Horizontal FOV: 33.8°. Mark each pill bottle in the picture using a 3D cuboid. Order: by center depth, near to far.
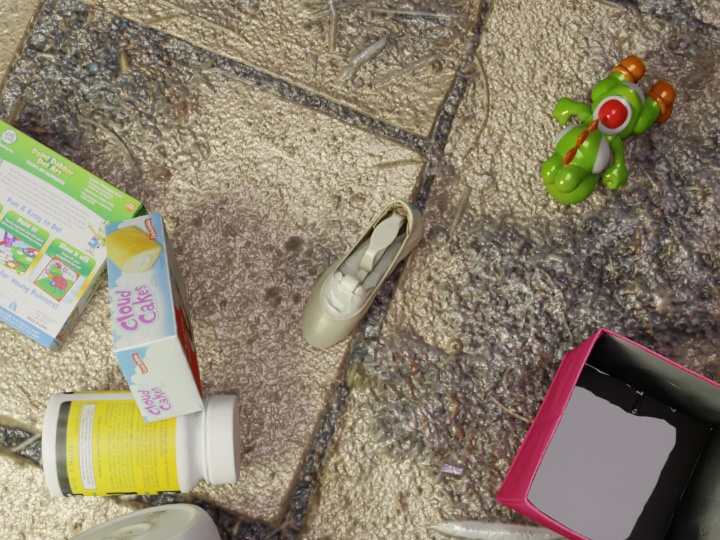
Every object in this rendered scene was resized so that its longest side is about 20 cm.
[{"bbox_3d":[-0.233,0.185,1.281,0.199,0.114,0.115,-2,79,-1],"label":"pill bottle"}]

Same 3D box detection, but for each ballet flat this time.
[{"bbox_3d":[0.000,0.000,1.348,0.069,0.069,0.200,36,80,5],"label":"ballet flat"}]

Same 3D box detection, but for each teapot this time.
[{"bbox_3d":[-0.227,0.341,1.227,0.197,0.200,0.147,-17,97,-19],"label":"teapot"}]

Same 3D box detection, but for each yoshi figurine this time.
[{"bbox_3d":[0.275,-0.152,1.385,0.200,0.112,0.112,-44,124,-23],"label":"yoshi figurine"}]

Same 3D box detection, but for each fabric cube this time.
[{"bbox_3d":[0.279,0.201,1.248,0.196,0.199,0.200,27,79,3],"label":"fabric cube"}]

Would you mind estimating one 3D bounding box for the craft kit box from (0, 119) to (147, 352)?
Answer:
[{"bbox_3d":[-0.382,-0.041,1.359,0.200,0.049,0.198,31,82,4],"label":"craft kit box"}]

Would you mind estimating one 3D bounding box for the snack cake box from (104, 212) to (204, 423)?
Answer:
[{"bbox_3d":[-0.221,0.047,1.262,0.067,0.115,0.200,-14,43,-4],"label":"snack cake box"}]
